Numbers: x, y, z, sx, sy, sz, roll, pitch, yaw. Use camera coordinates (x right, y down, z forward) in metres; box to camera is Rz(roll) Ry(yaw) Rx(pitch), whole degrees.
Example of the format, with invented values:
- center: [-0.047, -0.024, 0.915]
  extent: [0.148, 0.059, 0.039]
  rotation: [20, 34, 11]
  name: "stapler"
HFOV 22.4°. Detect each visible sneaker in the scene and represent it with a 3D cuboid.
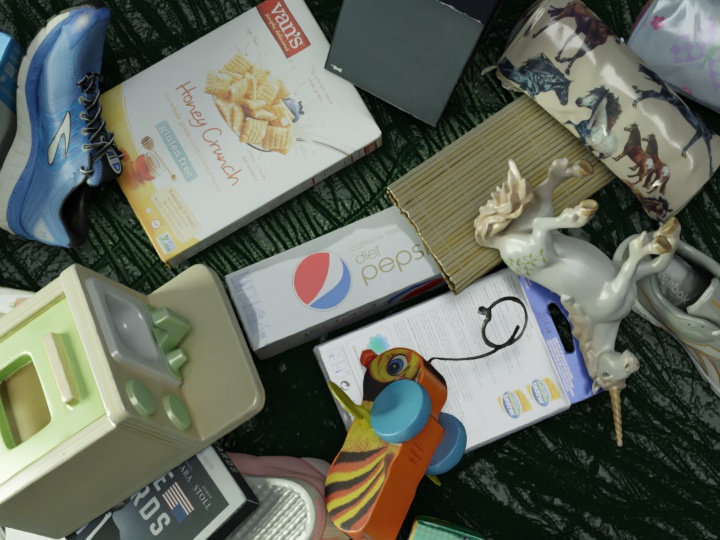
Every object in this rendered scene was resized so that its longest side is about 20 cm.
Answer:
- center: [-0.089, 0.174, 1.381]
  extent: [0.199, 0.104, 0.076]
  rotation: [8, 91, 32]
  name: "sneaker"
- center: [0.274, 0.043, 1.373]
  extent: [0.200, 0.092, 0.076]
  rotation: [37, 84, 6]
  name: "sneaker"
- center: [-0.213, -0.109, 1.384]
  extent: [0.089, 0.079, 0.201]
  rotation: [23, 116, 16]
  name: "sneaker"

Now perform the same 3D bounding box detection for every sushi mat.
- center: [0.112, -0.069, 1.384]
  extent: [0.200, 0.012, 0.096]
  rotation: [-35, 88, -33]
  name: "sushi mat"

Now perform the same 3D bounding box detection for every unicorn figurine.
- center: [0.167, 0.005, 1.330]
  extent: [0.200, 0.074, 0.138]
  rotation: [42, 129, 3]
  name: "unicorn figurine"

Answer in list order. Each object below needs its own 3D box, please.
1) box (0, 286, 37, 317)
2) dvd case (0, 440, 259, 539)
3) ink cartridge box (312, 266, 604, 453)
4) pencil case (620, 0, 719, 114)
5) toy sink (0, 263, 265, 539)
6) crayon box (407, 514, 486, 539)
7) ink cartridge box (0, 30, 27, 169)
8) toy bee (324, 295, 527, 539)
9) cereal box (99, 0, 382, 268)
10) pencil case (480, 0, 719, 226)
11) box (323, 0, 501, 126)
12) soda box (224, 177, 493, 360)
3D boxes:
- center: [-0.225, 0.043, 1.412]
  extent: [0.198, 0.041, 0.039]
  rotation: [9, 82, 4]
  name: "box"
- center: [-0.184, 0.184, 1.350]
  extent: [0.200, 0.025, 0.151]
  rotation: [-45, 59, 9]
  name: "dvd case"
- center: [0.077, 0.077, 1.400]
  extent: [0.199, 0.042, 0.120]
  rotation: [-23, 83, 1]
  name: "ink cartridge box"
- center: [0.300, -0.149, 1.406]
  extent: [0.199, 0.083, 0.091]
  rotation: [34, 113, 5]
  name: "pencil case"
- center: [-0.191, 0.082, 1.306]
  extent: [0.199, 0.112, 0.131]
  rotation: [-32, 62, 16]
  name: "toy sink"
- center: [0.037, 0.282, 1.327]
  extent: [0.058, 0.119, 0.201]
  rotation: [17, 86, 4]
  name: "crayon box"
- center: [-0.353, -0.098, 1.383]
  extent: [0.146, 0.145, 0.201]
  rotation: [23, 84, 4]
  name: "ink cartridge box"
- center: [0.031, 0.106, 1.334]
  extent: [0.200, 0.108, 0.132]
  rotation: [-39, 124, -25]
  name: "toy bee"
- center: [-0.101, -0.113, 1.431]
  extent: [0.199, 0.040, 0.144]
  rotation: [-31, 81, -3]
  name: "cereal box"
- center: [0.191, -0.122, 1.390]
  extent: [0.200, 0.078, 0.089]
  rotation: [43, 120, -5]
  name: "pencil case"
- center: [0.067, -0.235, 1.349]
  extent: [0.104, 0.200, 0.183]
  rotation: [28, 73, 1]
  name: "box"
- center: [0.000, 0.000, 1.398]
  extent: [0.199, 0.068, 0.064]
  rotation: [-22, 80, -2]
  name: "soda box"
